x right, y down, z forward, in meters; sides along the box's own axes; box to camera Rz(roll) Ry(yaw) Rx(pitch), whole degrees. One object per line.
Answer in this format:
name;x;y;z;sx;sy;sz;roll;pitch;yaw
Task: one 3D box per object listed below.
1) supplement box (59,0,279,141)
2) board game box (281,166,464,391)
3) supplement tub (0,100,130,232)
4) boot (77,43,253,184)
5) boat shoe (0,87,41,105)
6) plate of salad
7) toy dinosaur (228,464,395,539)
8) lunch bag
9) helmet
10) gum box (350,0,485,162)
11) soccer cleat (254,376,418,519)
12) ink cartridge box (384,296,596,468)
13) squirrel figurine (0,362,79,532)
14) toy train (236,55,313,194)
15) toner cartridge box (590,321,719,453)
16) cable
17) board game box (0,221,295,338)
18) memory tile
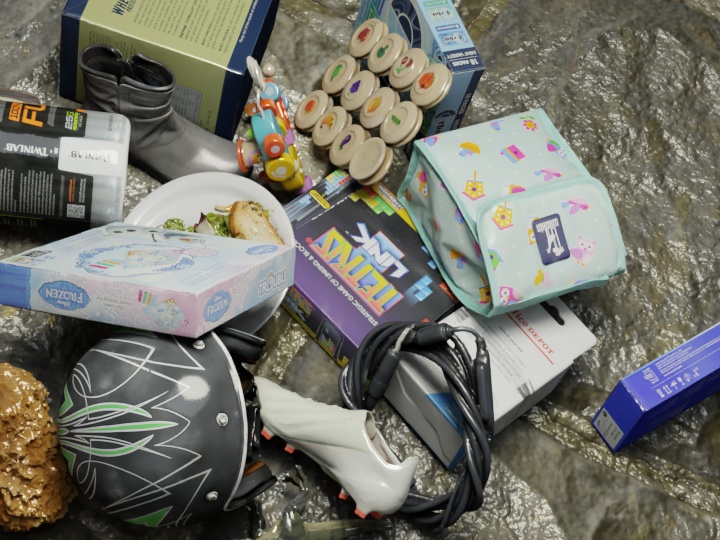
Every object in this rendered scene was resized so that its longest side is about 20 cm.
supplement box;-0.203;-0.273;1.548;0.198;0.135;0.201;18;56;-3
board game box;0.000;0.000;1.474;0.200;0.057;0.165;44;57;15
supplement tub;-0.333;-0.105;1.417;0.198;0.123;0.124;5;57;-11
boot;-0.202;-0.155;1.476;0.198;0.132;0.070;14;55;-5
boat shoe;-0.430;-0.182;1.471;0.198;0.075;0.074;2;58;-14
plate of salad;-0.163;-0.012;1.412;0.198;0.048;0.202;-4;67;10
toy dinosaur;-0.072;0.236;1.317;0.198;0.048;0.089;-16;67;-26
lunch bag;0.157;-0.053;1.446;0.169;0.123;0.201;-15;55;-24
helmet;-0.167;0.132;1.241;0.200;0.200;0.190;48;17;17
gum box;0.059;-0.243;1.574;0.044;0.170;0.201;-13;62;-22
soccer cleat;-0.028;0.152;1.339;0.199;0.069;0.078;37;99;25
ink cartridge box;0.130;0.095;1.437;0.199;0.068;0.116;-31;70;-31
squirrel figurine;-0.342;0.186;1.227;0.198;0.142;0.188;-11;68;-17
toy train;-0.104;-0.151;1.497;0.055;0.200;0.152;-20;86;5
toner cartridge box;0.336;0.109;1.466;0.199;0.095;0.043;-25;67;-27
cable;0.052;0.149;1.340;0.162;0.051;0.202;-4;91;27
board game box;-0.188;0.004;1.280;0.197;0.044;0.200;7;15;21
memory tile;0.008;-0.184;1.518;0.017;0.154;0.200;34;7;-38
